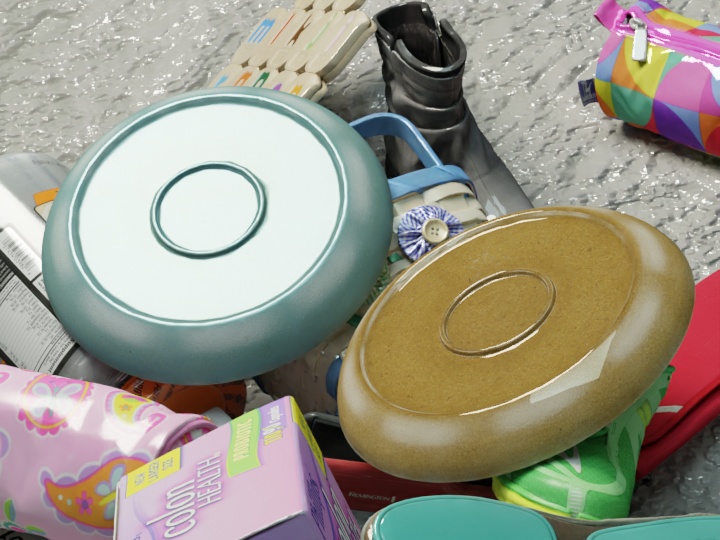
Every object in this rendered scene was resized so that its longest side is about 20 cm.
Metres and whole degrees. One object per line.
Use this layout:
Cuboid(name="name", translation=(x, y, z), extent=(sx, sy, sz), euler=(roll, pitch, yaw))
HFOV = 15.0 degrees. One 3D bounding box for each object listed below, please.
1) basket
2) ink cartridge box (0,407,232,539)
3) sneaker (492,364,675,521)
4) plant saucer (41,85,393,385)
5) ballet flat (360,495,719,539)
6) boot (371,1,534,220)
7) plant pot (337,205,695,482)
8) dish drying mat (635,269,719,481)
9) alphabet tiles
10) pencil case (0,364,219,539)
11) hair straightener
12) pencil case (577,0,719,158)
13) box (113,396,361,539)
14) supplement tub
Cuboid(name="basket", translation=(0.000, 0.000, 1.584), extent=(0.176, 0.139, 0.200), euler=(-27, 50, -20))
Cuboid(name="ink cartridge box", translation=(-0.116, 0.178, 1.428), extent=(0.200, 0.086, 0.146), euler=(-26, 40, -22))
Cuboid(name="sneaker", translation=(0.116, 0.072, 1.401), extent=(0.074, 0.084, 0.200), euler=(19, 27, 1))
Cuboid(name="plant saucer", translation=(-0.082, -0.028, 1.513), extent=(0.200, 0.027, 0.201), euler=(-5, 55, 7))
Cuboid(name="ballet flat", translation=(0.095, 0.148, 1.290), extent=(0.199, 0.064, 0.068), euler=(3, 48, -9))
Cuboid(name="boot", translation=(0.059, -0.073, 1.671), extent=(0.070, 0.132, 0.200), euler=(-23, 40, -20))
Cuboid(name="plant pot", translation=(0.074, 0.029, 1.414), extent=(0.200, 0.028, 0.200), euler=(-20, 33, 14))
Cuboid(name="dish drying mat", translation=(0.182, 0.053, 1.547), extent=(0.077, 0.018, 0.200), euler=(22, 39, 31))
Cuboid(name="alphabet tiles", translation=(-0.053, -0.126, 1.763), extent=(0.196, 0.015, 0.200), euler=(-53, 19, -7))
Cuboid(name="pencil case", translation=(-0.166, 0.096, 1.410), extent=(0.200, 0.088, 0.087), euler=(9, 41, 28))
Cuboid(name="hair straightener", translation=(0.060, 0.099, 1.491), extent=(0.199, 0.041, 0.077), euler=(5, 41, -7))
Cuboid(name="pencil case", translation=(0.237, -0.109, 1.718), extent=(0.200, 0.089, 0.088), euler=(22, 48, 34))
Cuboid(name="box", translation=(-0.026, 0.185, 1.250), extent=(0.097, 0.200, 0.176), euler=(-27, 13, 3))
Cuboid(name="supplement tub", translation=(-0.162, 0.033, 1.577), extent=(0.122, 0.123, 0.200), euler=(-30, 56, -25))
